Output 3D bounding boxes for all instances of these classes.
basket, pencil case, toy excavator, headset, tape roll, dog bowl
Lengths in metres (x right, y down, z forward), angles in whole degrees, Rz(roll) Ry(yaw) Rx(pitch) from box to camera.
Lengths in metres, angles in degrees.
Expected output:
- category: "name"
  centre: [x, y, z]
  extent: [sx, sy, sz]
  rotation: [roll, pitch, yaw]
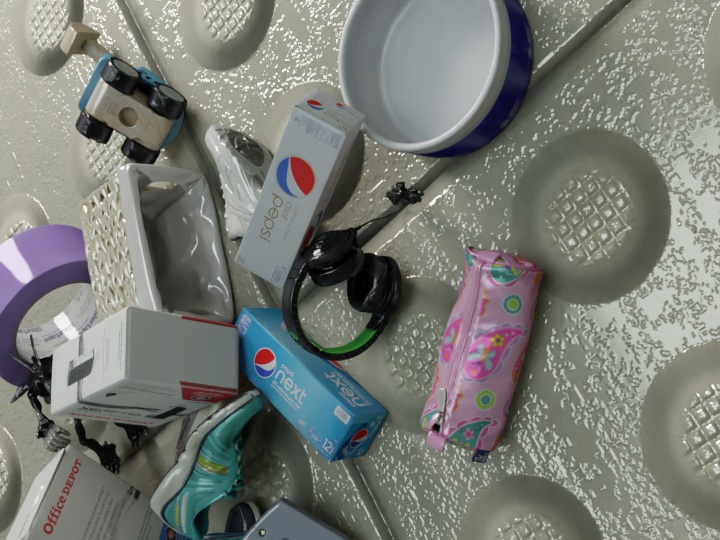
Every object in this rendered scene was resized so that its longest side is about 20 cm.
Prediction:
- category: "basket"
  centre: [-0.255, -0.013, 1.264]
  extent: [0.122, 0.135, 0.203]
  rotation: [-23, 75, 35]
- category: "pencil case"
  centre: [0.119, 0.081, 1.018]
  extent: [0.087, 0.087, 0.203]
  rotation: [20, 99, 34]
- category: "toy excavator"
  centre: [-0.319, -0.243, 1.348]
  extent: [0.193, 0.201, 0.101]
  rotation: [29, 109, -13]
- category: "headset"
  centre: [0.000, 0.000, 1.086]
  extent: [0.094, 0.123, 0.202]
  rotation: [10, 70, 59]
- category: "tape roll"
  centre: [-0.400, 0.047, 1.323]
  extent: [0.085, 0.199, 0.202]
  rotation: [41, 111, 32]
- category: "dog bowl"
  centre: [0.076, -0.221, 1.066]
  extent: [0.197, 0.078, 0.204]
  rotation: [-2, 87, 35]

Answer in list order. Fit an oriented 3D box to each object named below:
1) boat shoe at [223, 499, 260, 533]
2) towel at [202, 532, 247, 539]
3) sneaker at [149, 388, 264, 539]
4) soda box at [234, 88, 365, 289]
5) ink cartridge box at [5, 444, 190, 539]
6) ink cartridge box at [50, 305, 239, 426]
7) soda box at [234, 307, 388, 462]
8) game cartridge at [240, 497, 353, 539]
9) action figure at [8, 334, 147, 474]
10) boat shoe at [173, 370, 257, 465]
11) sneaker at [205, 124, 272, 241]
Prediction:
- category: "boat shoe"
  centre: [-0.160, 0.373, 1.213]
  extent: [0.075, 0.061, 0.204]
  rotation: [24, 106, 61]
- category: "towel"
  centre: [-0.103, 0.397, 1.157]
  extent: [0.144, 0.022, 0.204]
  rotation: [-3, 85, 0]
- category: "sneaker"
  centre: [-0.160, 0.219, 1.167]
  extent: [0.079, 0.077, 0.201]
  rotation: [37, 109, 14]
- category: "soda box"
  centre: [-0.066, -0.085, 1.087]
  extent: [0.063, 0.068, 0.202]
  rotation: [28, 121, 5]
- category: "ink cartridge box"
  centre: [-0.313, 0.329, 1.224]
  extent: [0.084, 0.199, 0.147]
  rotation: [-40, 21, 29]
- category: "ink cartridge box"
  centre: [-0.251, 0.116, 1.181]
  extent: [0.199, 0.143, 0.085]
  rotation: [-24, 61, 47]
- category: "soda box"
  centre: [-0.065, 0.124, 1.159]
  extent: [0.200, 0.067, 0.065]
  rotation: [41, 111, 30]
- category: "game cartridge"
  centre: [-0.095, 0.362, 1.129]
  extent: [0.132, 0.042, 0.202]
  rotation: [30, 88, 8]
- category: "action figure"
  centre: [-0.352, 0.168, 1.286]
  extent: [0.119, 0.201, 0.102]
  rotation: [-45, 33, -9]
- category: "boat shoe"
  centre: [-0.187, 0.198, 1.248]
  extent: [0.065, 0.071, 0.203]
  rotation: [38, 111, 42]
- category: "sneaker"
  centre: [-0.140, -0.086, 1.221]
  extent: [0.100, 0.077, 0.201]
  rotation: [-49, 61, 27]
